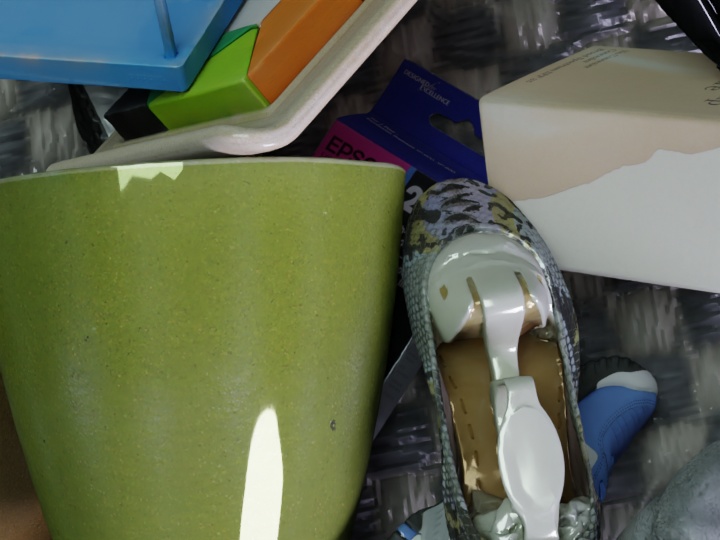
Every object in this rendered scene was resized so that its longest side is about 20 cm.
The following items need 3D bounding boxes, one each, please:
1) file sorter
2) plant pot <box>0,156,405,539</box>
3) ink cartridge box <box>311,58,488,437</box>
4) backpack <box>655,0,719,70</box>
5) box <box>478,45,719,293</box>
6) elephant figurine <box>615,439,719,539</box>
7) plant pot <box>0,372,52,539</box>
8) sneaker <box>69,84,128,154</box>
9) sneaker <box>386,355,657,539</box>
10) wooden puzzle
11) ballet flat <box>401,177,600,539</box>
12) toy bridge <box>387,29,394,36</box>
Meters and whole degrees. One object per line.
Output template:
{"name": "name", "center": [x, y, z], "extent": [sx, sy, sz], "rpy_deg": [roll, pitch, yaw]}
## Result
{"name": "file sorter", "center": [-0.114, -0.187, 1.013], "extent": [0.138, 0.123, 0.200], "rpy_deg": [6, 40, 18]}
{"name": "plant pot", "center": [-0.067, 0.062, 0.983], "extent": [0.187, 0.187, 0.201], "rpy_deg": [-5, 87, 16]}
{"name": "ink cartridge box", "center": [0.000, 0.000, 1.089], "extent": [0.095, 0.037, 0.200], "rpy_deg": [32, 85, 22]}
{"name": "backpack", "center": [0.155, -0.214, 0.918], "extent": [0.168, 0.200, 0.163], "rpy_deg": [-38, 62, -12]}
{"name": "box", "center": [0.157, -0.041, 0.972], "extent": [0.200, 0.095, 0.078], "rpy_deg": [8, 114, 40]}
{"name": "elephant figurine", "center": [0.213, 0.143, 0.946], "extent": [0.200, 0.155, 0.141], "rpy_deg": [45, 58, 12]}
{"name": "plant pot", "center": [-0.228, 0.046, 1.058], "extent": [0.186, 0.200, 0.187], "rpy_deg": [-4, 74, 15]}
{"name": "sneaker", "center": [-0.121, -0.127, 1.140], "extent": [0.079, 0.074, 0.200], "rpy_deg": [-24, 69, -11]}
{"name": "sneaker", "center": [0.069, 0.116, 0.992], "extent": [0.077, 0.076, 0.200], "rpy_deg": [38, 62, 14]}
{"name": "wooden puzzle", "center": [-0.033, -0.109, 1.003], "extent": [0.200, 0.185, 0.037], "rpy_deg": [-45, 109, -26]}
{"name": "ballet flat", "center": [0.060, 0.042, 0.941], "extent": [0.072, 0.072, 0.201], "rpy_deg": [-15, 65, 13]}
{"name": "toy bridge", "center": [-0.064, -0.178, 1.158], "extent": [0.067, 0.027, 0.200], "rpy_deg": [-37, 69, 6]}
